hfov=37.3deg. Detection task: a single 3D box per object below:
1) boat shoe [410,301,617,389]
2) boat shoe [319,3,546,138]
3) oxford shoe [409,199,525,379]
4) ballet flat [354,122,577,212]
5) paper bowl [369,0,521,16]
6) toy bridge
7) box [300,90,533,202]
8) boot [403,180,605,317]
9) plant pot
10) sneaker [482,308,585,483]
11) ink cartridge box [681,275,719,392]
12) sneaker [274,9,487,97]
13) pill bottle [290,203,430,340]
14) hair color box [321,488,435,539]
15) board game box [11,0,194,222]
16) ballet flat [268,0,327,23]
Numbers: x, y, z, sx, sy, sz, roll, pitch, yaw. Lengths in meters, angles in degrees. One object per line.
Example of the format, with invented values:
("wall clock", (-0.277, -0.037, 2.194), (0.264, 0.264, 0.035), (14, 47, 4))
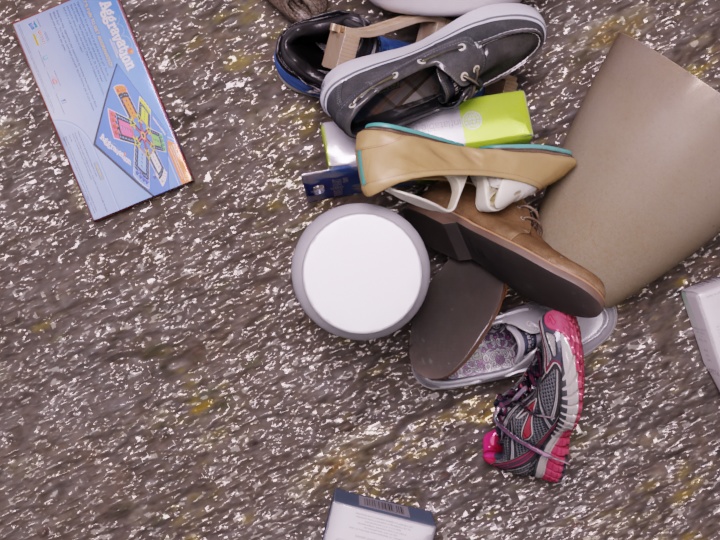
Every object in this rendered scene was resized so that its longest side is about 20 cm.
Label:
("boat shoe", (0.144, 0.065, 0.985), (0.199, 0.069, 0.072), (-10, 91, 0))
("boat shoe", (0.066, -0.158, 0.873), (0.200, 0.069, 0.057), (-21, 49, -6))
("oxford shoe", (0.106, 0.016, 0.962), (0.071, 0.071, 0.200), (18, 69, 26))
("ballet flat", (0.086, -0.076, 0.869), (0.200, 0.069, 0.063), (4, 86, -22))
("paper bowl", (0.073, -0.280, 0.916), (0.200, 0.201, 0.105), (-1, 114, 0))
("toy bridge", (0.058, -0.187, 0.923), (0.200, 0.027, 0.067), (9, 102, -35))
("box", (0.045, -0.108, 0.954), (0.199, 0.122, 0.048), (-9, 82, -1))
("boot", (0.132, -0.030, 0.899), (0.200, 0.074, 0.075), (33, 68, 34))
("plant pot", (0.245, -0.073, 0.943), (0.187, 0.187, 0.200), (35, 105, -1))
("sneaker", (0.154, 0.117, 0.941), (0.074, 0.081, 0.200), (7, 130, 4))
("ink cartridge box", (0.412, 0.086, 1.001), (0.161, 0.050, 0.200), (-19, 95, 0))
("sneaker", (0.019, -0.179, 0.958), (0.199, 0.111, 0.077), (13, 91, -1))
("pill bottle", (0.000, 0.000, 0.918), (0.116, 0.200, 0.117), (0, 91, -1))
("hair color box", (-0.002, 0.317, 0.994), (0.099, 0.061, 0.200), (14, 90, 0))
("board game box", (-0.242, -0.158, 1.004), (0.103, 0.019, 0.200), (-22, 91, 2))
("ballet flat", (-0.108, -0.305, 0.987), (0.067, 0.046, 0.200), (-45, 91, 0))
